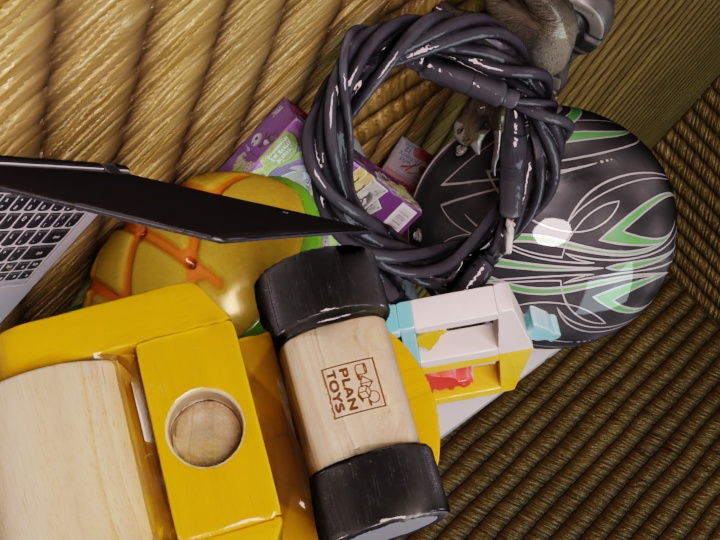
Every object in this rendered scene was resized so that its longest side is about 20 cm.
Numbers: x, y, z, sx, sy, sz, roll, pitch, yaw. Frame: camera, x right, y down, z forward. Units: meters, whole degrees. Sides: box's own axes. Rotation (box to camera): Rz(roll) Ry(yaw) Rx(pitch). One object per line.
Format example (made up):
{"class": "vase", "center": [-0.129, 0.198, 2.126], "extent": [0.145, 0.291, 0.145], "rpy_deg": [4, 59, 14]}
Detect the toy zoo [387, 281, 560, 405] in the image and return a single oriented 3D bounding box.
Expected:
{"class": "toy zoo", "center": [0.031, 0.057, 0.776], "extent": [0.196, 0.021, 0.132], "rpy_deg": [-10, 152, 2]}

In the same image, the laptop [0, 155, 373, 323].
{"class": "laptop", "center": [-0.123, 0.013, 0.501], "extent": [0.200, 0.116, 0.187], "rpy_deg": [-45, 170, 13]}

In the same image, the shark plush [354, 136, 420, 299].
{"class": "shark plush", "center": [0.000, 0.000, 0.858], "extent": [0.090, 0.083, 0.201], "rpy_deg": [-34, 133, -8]}

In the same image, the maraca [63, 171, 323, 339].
{"class": "maraca", "center": [-0.103, 0.023, 0.652], "extent": [0.199, 0.107, 0.138], "rpy_deg": [-34, -144, 12]}

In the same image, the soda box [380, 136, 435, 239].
{"class": "soda box", "center": [0.033, -0.037, 1.067], "extent": [0.064, 0.069, 0.200], "rpy_deg": [-57, 176, -21]}

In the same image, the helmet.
{"class": "helmet", "center": [0.141, -0.033, 0.921], "extent": [0.200, 0.200, 0.191], "rpy_deg": [-46, -179, 23]}

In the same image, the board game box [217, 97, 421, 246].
{"class": "board game box", "center": [-0.069, 0.000, 0.751], "extent": [0.200, 0.032, 0.119], "rpy_deg": [-45, 135, 15]}

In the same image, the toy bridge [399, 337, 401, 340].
{"class": "toy bridge", "center": [0.026, 0.052, 0.938], "extent": [0.027, 0.067, 0.200], "rpy_deg": [-51, 172, 4]}

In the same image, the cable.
{"class": "cable", "center": [0.048, -0.068, 0.705], "extent": [0.163, 0.051, 0.201], "rpy_deg": [-40, 130, -2]}

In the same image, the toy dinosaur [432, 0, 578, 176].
{"class": "toy dinosaur", "center": [0.101, -0.155, 0.749], "extent": [0.077, 0.102, 0.200], "rpy_deg": [-38, 171, -23]}

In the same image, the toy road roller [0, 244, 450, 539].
{"class": "toy road roller", "center": [-0.061, 0.085, 0.537], "extent": [0.197, 0.125, 0.146], "rpy_deg": [-13, 160, -12]}

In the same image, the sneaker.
{"class": "sneaker", "center": [0.136, -0.181, 0.871], "extent": [0.080, 0.075, 0.200], "rpy_deg": [-68, -167, -15]}

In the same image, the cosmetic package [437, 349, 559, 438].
{"class": "cosmetic package", "center": [0.092, 0.088, 1.000], "extent": [0.199, 0.051, 0.083], "rpy_deg": [-31, 172, -33]}
